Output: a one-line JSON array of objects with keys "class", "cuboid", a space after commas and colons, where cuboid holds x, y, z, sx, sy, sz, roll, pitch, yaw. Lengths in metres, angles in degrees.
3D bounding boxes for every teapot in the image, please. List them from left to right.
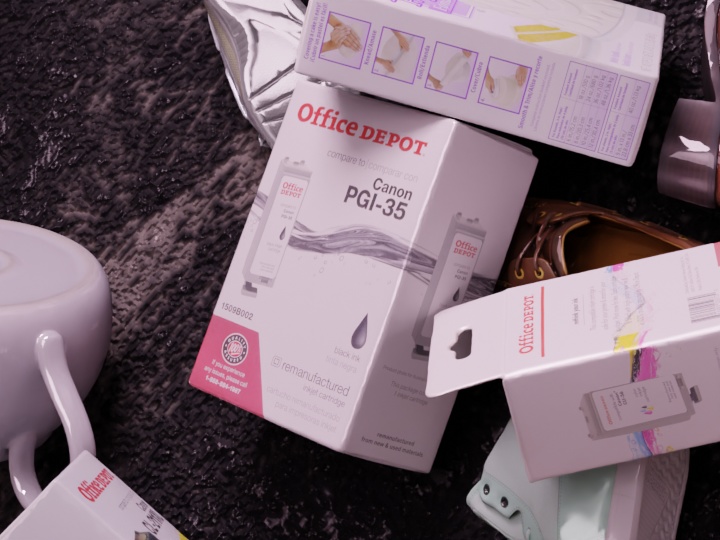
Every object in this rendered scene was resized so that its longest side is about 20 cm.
[{"class": "teapot", "cuboid": [-0.249, 0.061, 1.296, 0.197, 0.200, 0.146, 7, 110, 1]}]

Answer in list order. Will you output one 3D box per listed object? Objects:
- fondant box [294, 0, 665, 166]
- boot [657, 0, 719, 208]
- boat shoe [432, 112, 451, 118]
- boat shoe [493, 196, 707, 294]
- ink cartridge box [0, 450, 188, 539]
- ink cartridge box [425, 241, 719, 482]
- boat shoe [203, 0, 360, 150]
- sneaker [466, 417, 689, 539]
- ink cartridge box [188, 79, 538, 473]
[{"class": "fondant box", "cuboid": [0.074, -0.133, 1.192, 0.200, 0.144, 0.058, 15, 113, 4]}, {"class": "boot", "cuboid": [0.289, -0.101, 1.169, 0.200, 0.069, 0.189, 12, 53, 18]}, {"class": "boat shoe", "cuboid": [0.012, -0.182, 1.322, 0.065, 0.072, 0.200, -43, 65, -3]}, {"class": "boat shoe", "cuboid": [0.122, -0.012, 1.206, 0.200, 0.068, 0.072, 11, 75, 27]}, {"class": "ink cartridge box", "cuboid": [-0.114, 0.200, 1.135, 0.200, 0.146, 0.083, 42, 90, -2]}, {"class": "ink cartridge box", "cuboid": [0.140, 0.048, 1.098, 0.200, 0.117, 0.068, -13, 111, 11]}, {"class": "boat shoe", "cuboid": [-0.055, -0.136, 1.343, 0.074, 0.065, 0.202, -27, 66, -10]}, {"class": "sneaker", "cuboid": [0.110, 0.172, 1.146, 0.118, 0.074, 0.201, 9, 82, 42]}, {"class": "ink cartridge box", "cuboid": [0.000, 0.000, 1.210, 0.146, 0.083, 0.200, 19, 90, 45]}]
